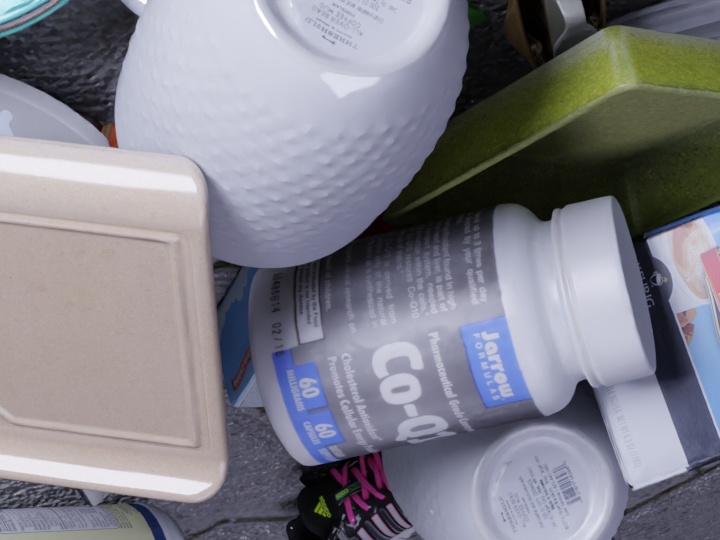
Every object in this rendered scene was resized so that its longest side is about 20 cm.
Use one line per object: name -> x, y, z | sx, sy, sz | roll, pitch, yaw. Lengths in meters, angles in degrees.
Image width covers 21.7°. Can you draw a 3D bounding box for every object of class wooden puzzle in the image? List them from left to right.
wooden puzzle -> -0.154, 0.019, 0.884 | 0.183, 0.037, 0.202 | 7, 130, 7

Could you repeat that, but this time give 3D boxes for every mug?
mug -> -0.046, -0.112, 0.840 | 0.148, 0.200, 0.175 | -51, -178, -22
mug -> 0.092, 0.099, 1.194 | 0.146, 0.202, 0.175 | -12, -173, -6

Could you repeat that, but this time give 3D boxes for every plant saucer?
plant saucer -> 0.139, -0.073, 0.989 | 0.198, 0.048, 0.199 | 2, 161, -37

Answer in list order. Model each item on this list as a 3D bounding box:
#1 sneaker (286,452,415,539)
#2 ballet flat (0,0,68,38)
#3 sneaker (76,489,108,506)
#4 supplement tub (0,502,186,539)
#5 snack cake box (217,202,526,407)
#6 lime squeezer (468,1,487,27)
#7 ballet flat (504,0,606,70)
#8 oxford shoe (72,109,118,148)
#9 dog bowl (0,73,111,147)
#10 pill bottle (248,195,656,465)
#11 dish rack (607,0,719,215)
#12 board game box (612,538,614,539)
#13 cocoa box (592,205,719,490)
sneaker -> 0.002, 0.163, 1.357 | 0.087, 0.074, 0.200 | -8, 151, -28
ballet flat -> -0.217, -0.116, 0.847 | 0.198, 0.068, 0.070 | -18, 172, -4
sneaker -> -0.166, 0.070, 1.150 | 0.079, 0.078, 0.201 | -33, 156, -12
supplement tub -> -0.223, 0.234, 1.274 | 0.198, 0.146, 0.145 | 1, 143, -30
snack cake box -> 0.000, 0.000, 1.121 | 0.114, 0.068, 0.201 | 3, 141, -29
lime squeezer -> 0.023, -0.166, 0.914 | 0.070, 0.038, 0.201 | -19, 147, -1
ballet flat -> 0.101, -0.160, 0.941 | 0.068, 0.064, 0.201 | -18, 148, 1
oxford shoe -> -0.186, -0.022, 1.006 | 0.072, 0.072, 0.200 | 24, 133, -15
dog bowl -> -0.203, -0.008, 0.931 | 0.197, 0.059, 0.201 | 4, 134, 4
pill bottle -> 0.050, 0.029, 0.997 | 0.198, 0.115, 0.114 | -14, 150, 15
dish rack -> 0.213, -0.089, 1.128 | 0.170, 0.044, 0.201 | -16, 148, -7
board game box -> 0.125, 0.215, 1.376 | 0.096, 0.202, 0.160 | -15, 152, -7
cocoa box -> 0.207, 0.038, 1.116 | 0.130, 0.135, 0.200 | -20, 175, 12
